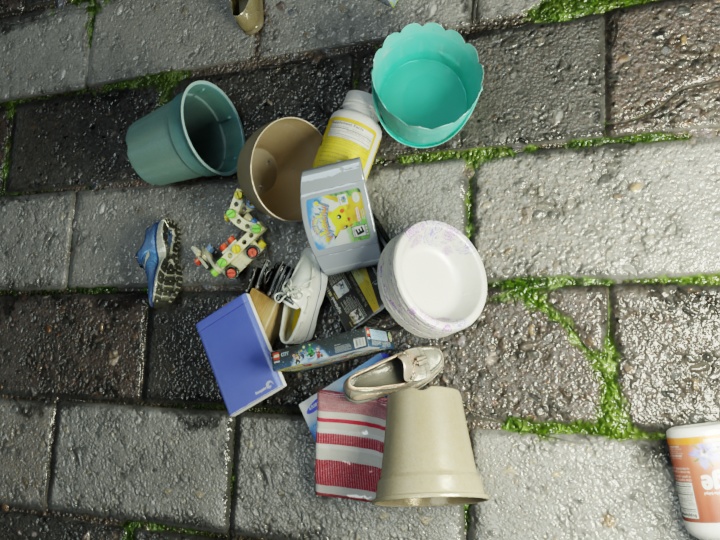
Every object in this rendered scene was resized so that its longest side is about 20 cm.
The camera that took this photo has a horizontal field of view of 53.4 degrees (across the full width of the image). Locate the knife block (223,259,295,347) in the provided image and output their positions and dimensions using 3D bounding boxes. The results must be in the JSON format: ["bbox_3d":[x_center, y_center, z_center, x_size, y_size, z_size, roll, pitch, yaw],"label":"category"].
[{"bbox_3d":[-0.184,0.087,1.455,0.174,0.064,0.203,-22,73,19],"label":"knife block"}]

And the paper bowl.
[{"bbox_3d":[0.120,0.022,1.279,0.104,0.198,0.204,-33,65,54],"label":"paper bowl"}]

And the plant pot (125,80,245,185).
[{"bbox_3d":[-0.385,-0.280,1.541,0.194,0.199,0.204,-12,77,29],"label":"plant pot"}]

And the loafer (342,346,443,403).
[{"bbox_3d":[0.063,0.186,1.293,0.197,0.063,0.073,-19,69,-10],"label":"loafer"}]

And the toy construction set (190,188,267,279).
[{"bbox_3d":[-0.273,-0.061,1.503,0.200,0.092,0.131,-42,93,20],"label":"toy construction set"}]

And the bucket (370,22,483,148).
[{"bbox_3d":[0.120,-0.335,1.329,0.204,0.135,0.211,0,81,3],"label":"bucket"}]

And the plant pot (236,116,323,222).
[{"bbox_3d":[-0.173,-0.201,1.444,0.133,0.199,0.204,6,83,48],"label":"plant pot"}]

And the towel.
[{"bbox_3d":[-0.016,0.329,1.332,0.142,0.023,0.204,4,96,14],"label":"towel"}]

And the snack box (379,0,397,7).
[{"bbox_3d":[0.049,-0.675,1.479,0.168,0.068,0.202,35,97,23],"label":"snack box"}]

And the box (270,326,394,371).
[{"bbox_3d":[-0.051,0.151,1.349,0.197,0.136,0.038,-16,77,19],"label":"box"}]

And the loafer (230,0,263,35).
[{"bbox_3d":[-0.258,-0.632,1.602,0.075,0.067,0.203,-16,76,20],"label":"loafer"}]

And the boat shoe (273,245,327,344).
[{"bbox_3d":[-0.126,0.051,1.390,0.074,0.085,0.205,31,116,37],"label":"boat shoe"}]

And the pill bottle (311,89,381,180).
[{"bbox_3d":[-0.022,-0.245,1.410,0.110,0.111,0.203,15,78,24],"label":"pill bottle"}]

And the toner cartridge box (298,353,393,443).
[{"bbox_3d":[-0.014,0.249,1.368,0.199,0.043,0.096,-34,70,14],"label":"toner cartridge box"}]

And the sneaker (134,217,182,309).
[{"bbox_3d":[-0.449,-0.011,1.586,0.088,0.078,0.203,-12,69,28],"label":"sneaker"}]

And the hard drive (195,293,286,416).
[{"bbox_3d":[-0.239,0.166,1.418,0.131,0.025,0.202,-31,72,16],"label":"hard drive"}]

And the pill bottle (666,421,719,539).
[{"bbox_3d":[0.539,0.335,1.081,0.111,0.112,0.203,-12,77,20],"label":"pill bottle"}]

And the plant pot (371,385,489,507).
[{"bbox_3d":[0.115,0.305,1.240,0.198,0.200,0.186,-11,66,21],"label":"plant pot"}]

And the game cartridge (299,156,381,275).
[{"bbox_3d":[-0.041,-0.097,1.333,0.131,0.040,0.203,-13,98,8],"label":"game cartridge"}]

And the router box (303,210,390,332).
[{"bbox_3d":[0.000,0.000,1.397,0.156,0.052,0.202,-35,70,15],"label":"router box"}]
